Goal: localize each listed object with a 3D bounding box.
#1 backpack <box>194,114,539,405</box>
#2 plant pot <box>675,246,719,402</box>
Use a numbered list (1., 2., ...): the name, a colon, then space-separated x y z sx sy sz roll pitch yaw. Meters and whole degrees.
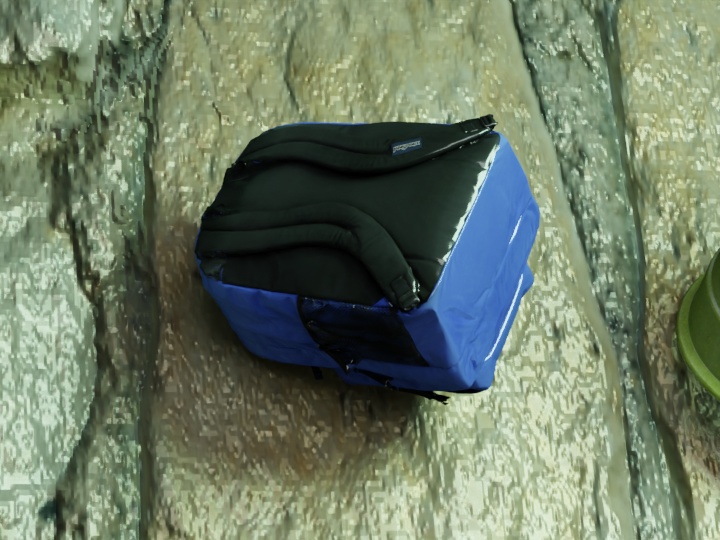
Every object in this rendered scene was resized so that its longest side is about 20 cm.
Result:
1. backpack: 0.000 0.000 1.656 0.200 0.168 0.163 7 51 28
2. plant pot: 0.325 -0.020 1.688 0.200 0.190 0.200 3 40 -3
